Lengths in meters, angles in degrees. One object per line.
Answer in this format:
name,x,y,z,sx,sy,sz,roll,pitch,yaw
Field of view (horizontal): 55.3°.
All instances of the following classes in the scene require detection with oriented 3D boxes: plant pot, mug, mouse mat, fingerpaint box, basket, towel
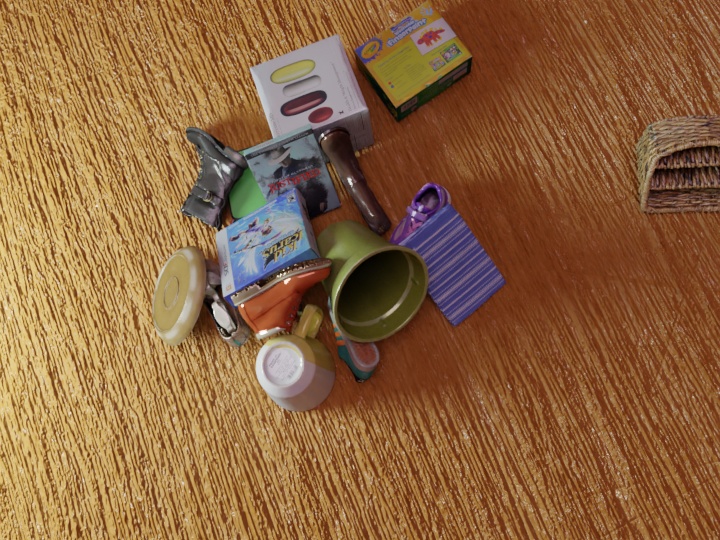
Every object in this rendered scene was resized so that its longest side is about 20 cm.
plant pot,0.000,0.000,1.308,0.199,0.201,0.184,-38,42,-4
mug,-0.134,0.169,1.311,0.146,0.153,0.190,-12,75,4
mouse mat,-0.197,-0.204,1.478,0.196,0.008,0.164,-16,70,4
fingerpaint box,0.112,-0.449,1.474,0.198,0.073,0.168,-35,76,-3
plant pot,-0.368,0.046,1.366,0.198,0.027,0.204,-22,61,45
basket,0.647,-0.203,1.319,0.196,0.143,0.152,1,75,7
towel,0.179,-0.010,1.353,0.144,0.024,0.201,-38,100,-6

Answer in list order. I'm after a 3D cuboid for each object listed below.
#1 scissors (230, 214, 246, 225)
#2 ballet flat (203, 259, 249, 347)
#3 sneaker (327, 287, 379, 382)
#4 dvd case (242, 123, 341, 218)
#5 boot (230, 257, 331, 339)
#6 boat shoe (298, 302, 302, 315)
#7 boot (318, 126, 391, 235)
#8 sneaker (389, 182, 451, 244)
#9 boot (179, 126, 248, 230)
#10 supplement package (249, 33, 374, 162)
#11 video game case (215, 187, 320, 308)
scissors,-0.184,-0.072,1.446,0.196,0.014,0.075,9,75,10
ballet flat,-0.278,0.056,1.340,0.068,0.067,0.201,-36,72,5
sneaker,-0.024,0.128,1.352,0.070,0.081,0.202,-4,51,-23
dvd case,-0.133,-0.183,1.383,0.144,0.202,0.022,-21,42,0
boot,-0.126,0.049,1.243,0.197,0.075,0.109,-26,95,14
boat shoe,-0.207,0.049,1.389,0.197,0.072,0.062,11,82,11
boot,-0.005,-0.170,1.364,0.063,0.186,0.203,-27,73,8
sneaker,0.114,-0.096,1.381,0.080,0.089,0.202,28,82,11
boot,-0.338,-0.198,1.468,0.198,0.069,0.176,32,93,25
supplement package,-0.098,-0.341,1.428,0.197,0.147,0.194,-21,71,-1
video game case,-0.186,-0.048,1.344,0.198,0.046,0.183,-29,47,10
